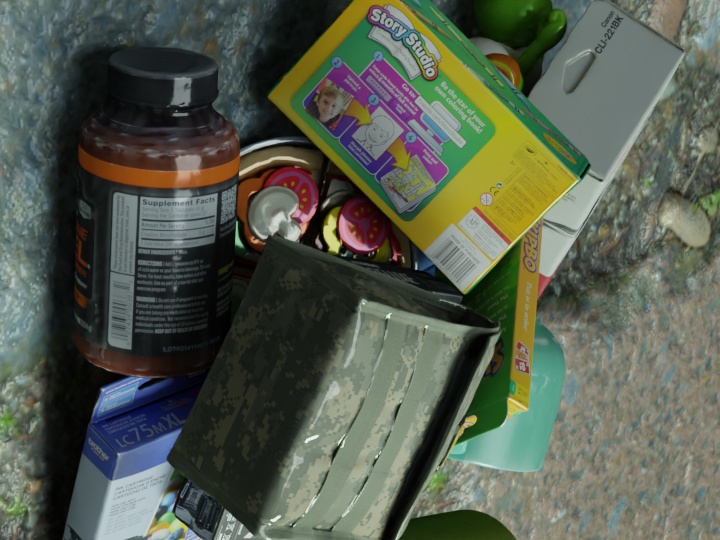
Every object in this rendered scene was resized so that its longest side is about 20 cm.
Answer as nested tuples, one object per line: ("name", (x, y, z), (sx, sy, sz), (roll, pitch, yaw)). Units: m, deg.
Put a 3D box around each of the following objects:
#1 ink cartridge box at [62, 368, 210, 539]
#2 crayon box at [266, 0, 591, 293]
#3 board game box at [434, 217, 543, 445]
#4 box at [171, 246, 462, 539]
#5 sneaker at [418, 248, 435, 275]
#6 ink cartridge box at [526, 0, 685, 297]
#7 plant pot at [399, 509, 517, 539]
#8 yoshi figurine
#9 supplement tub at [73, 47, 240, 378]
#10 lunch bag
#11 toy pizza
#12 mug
("ink cartridge box", (-0.144, 0.147, 1.321), (0.119, 0.042, 0.201), (-20, 137, -41))
("crayon box", (0.047, -0.098, 1.319), (0.119, 0.200, 0.058), (-45, 180, 21))
("board game box", (0.086, 0.037, 1.363), (0.030, 0.095, 0.201), (30, 52, -29))
("box", (-0.027, 0.091, 1.314), (0.157, 0.050, 0.202), (7, 107, -45))
("sneaker", (0.000, 0.000, 1.441), (0.199, 0.078, 0.090), (-31, 109, -32))
("ink cartridge box", (0.158, -0.091, 1.468), (0.145, 0.083, 0.200), (-55, 173, -28))
("plant pot", (0.011, 0.284, 1.510), (0.199, 0.187, 0.189), (5, 104, -38))
("yoshi figurine", (0.096, -0.169, 1.425), (0.112, 0.112, 0.200), (-43, -179, 26))
("supplement tub", (-0.132, -0.040, 1.239), (0.106, 0.106, 0.202), (-15, 117, -43))
("lunch bag", (0.002, 0.088, 1.220), (0.199, 0.117, 0.165), (17, 102, -49))
("toy pizza", (-0.045, 0.006, 1.351), (0.198, 0.032, 0.202), (-3, 98, -23))
("mug", (0.091, 0.083, 1.484), (0.151, 0.185, 0.115), (12, 96, -28))
